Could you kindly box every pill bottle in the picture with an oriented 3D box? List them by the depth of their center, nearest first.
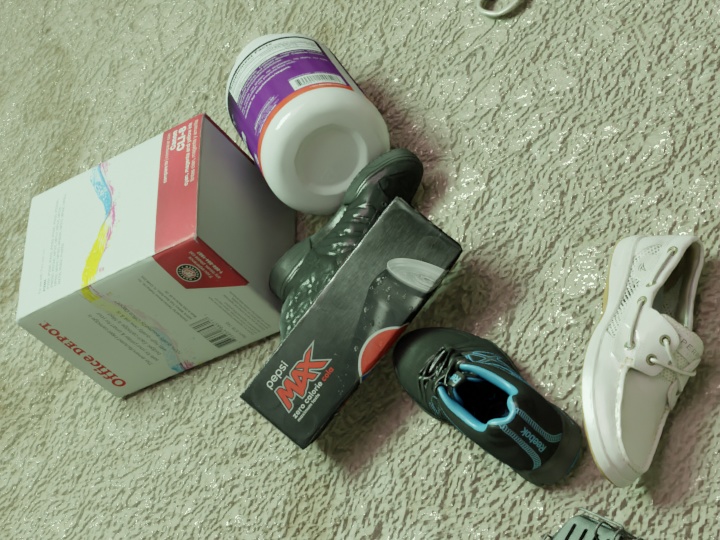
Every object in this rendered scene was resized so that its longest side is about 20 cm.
[{"bbox_3d":[-0.052,-0.136,1.619,0.112,0.112,0.200,-42,31,6],"label":"pill bottle"}]

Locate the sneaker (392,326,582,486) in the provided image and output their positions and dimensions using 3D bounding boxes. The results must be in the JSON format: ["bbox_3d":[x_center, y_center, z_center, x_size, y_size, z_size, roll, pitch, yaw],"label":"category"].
[{"bbox_3d":[0.082,0.082,1.368,0.073,0.082,0.200,-54,40,-4],"label":"sneaker"}]

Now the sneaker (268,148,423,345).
[{"bbox_3d":[-0.001,-0.002,1.525,0.200,0.060,0.104,-45,48,-1],"label":"sneaker"}]

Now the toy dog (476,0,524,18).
[{"bbox_3d":[0.161,-0.313,1.598,0.199,0.096,0.133,-16,49,31],"label":"toy dog"}]

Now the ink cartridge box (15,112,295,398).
[{"bbox_3d":[-0.176,-0.009,1.610,0.199,0.145,0.146,-23,46,24],"label":"ink cartridge box"}]

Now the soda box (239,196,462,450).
[{"bbox_3d":[-0.006,0.041,1.448,0.201,0.071,0.063,-52,-4,3],"label":"soda box"}]

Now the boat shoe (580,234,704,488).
[{"bbox_3d":[0.204,0.055,1.292,0.069,0.071,0.201,-13,50,35],"label":"boat shoe"}]

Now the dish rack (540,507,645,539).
[{"bbox_3d":[0.165,0.234,1.199,0.199,0.055,0.154,19,72,47],"label":"dish rack"}]
